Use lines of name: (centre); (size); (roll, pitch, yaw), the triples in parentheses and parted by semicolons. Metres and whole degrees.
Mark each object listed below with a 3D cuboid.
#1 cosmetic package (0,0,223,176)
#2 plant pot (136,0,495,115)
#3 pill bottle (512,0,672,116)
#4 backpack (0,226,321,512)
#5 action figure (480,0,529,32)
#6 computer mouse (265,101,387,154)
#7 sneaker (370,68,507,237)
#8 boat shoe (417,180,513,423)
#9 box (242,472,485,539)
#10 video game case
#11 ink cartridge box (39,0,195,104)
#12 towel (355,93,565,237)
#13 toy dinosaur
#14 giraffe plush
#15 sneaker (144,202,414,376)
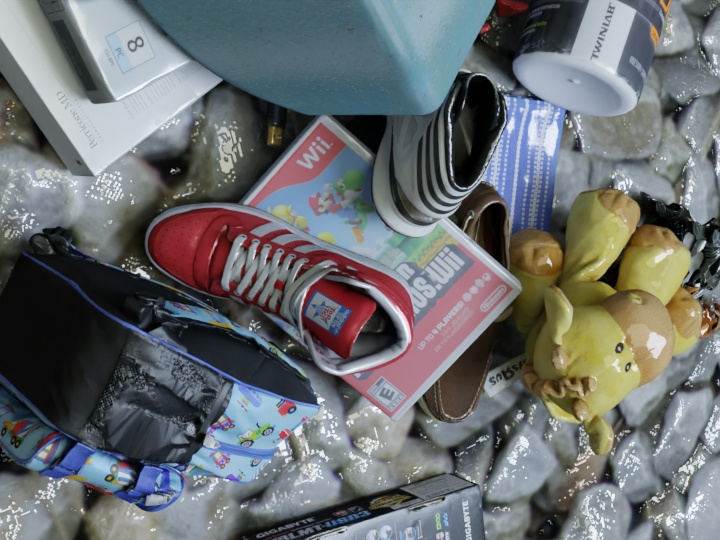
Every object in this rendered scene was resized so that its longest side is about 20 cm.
cosmetic package: (-0.184, -0.187, 0.935); (0.151, 0.052, 0.200); (-41, 113, -24)
plant pot: (-0.016, -0.205, 0.879); (0.200, 0.195, 0.197); (57, 50, -41)
pill bottle: (0.200, -0.234, 1.114); (0.106, 0.106, 0.201); (27, 76, -29)
backpack: (-0.137, 0.079, 0.926); (0.200, 0.182, 0.135); (27, 90, -41)
action figure: (0.086, -0.286, 1.057); (0.065, 0.099, 0.200); (-31, 107, -25)
computer mouse: (-0.004, -0.078, 1.029); (0.140, 0.046, 0.201); (2, 97, -28)
sneaker: (0.062, -0.132, 0.971); (0.075, 0.115, 0.201); (11, 66, -30)
boat shoe: (0.081, 0.030, 1.084); (0.075, 0.075, 0.203); (-9, 108, -28)
box: (0.013, 0.282, 1.098); (0.198, 0.050, 0.201); (-12, 101, -27)
video game case: (0.000, 0.000, 1.023); (0.200, 0.017, 0.143); (40, 101, -13)
ink cartridge box: (-0.124, -0.224, 0.912); (0.200, 0.047, 0.160); (-34, 110, -24)
towel: (0.078, -0.076, 1.113); (0.199, 0.024, 0.145); (4, 94, -30)
toy dinosaur: (0.263, 0.013, 1.206); (0.200, 0.102, 0.136); (5, 108, -48)
giraffe plush: (0.176, 0.048, 1.065); (0.172, 0.162, 0.200); (41, 98, -5)
sneaker: (-0.054, 0.011, 0.954); (0.199, 0.113, 0.071); (16, 104, -8)
